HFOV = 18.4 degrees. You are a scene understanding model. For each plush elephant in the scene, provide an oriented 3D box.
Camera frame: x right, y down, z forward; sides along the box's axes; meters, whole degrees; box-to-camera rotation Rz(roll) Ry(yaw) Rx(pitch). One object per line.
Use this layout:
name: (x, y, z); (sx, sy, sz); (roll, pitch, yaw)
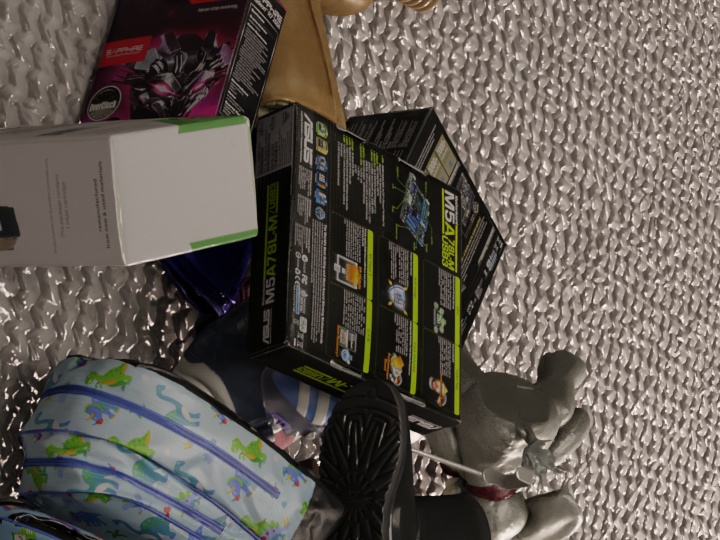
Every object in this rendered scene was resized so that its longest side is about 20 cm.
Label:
plush elephant: (0.114, 0.167, 1.926); (0.164, 0.155, 0.200); (10, 34, -18)

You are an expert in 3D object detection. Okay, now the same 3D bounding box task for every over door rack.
over door rack: (0.027, 0.209, 1.765); (0.200, 0.067, 0.148); (17, 70, -17)

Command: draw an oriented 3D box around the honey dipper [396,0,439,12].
honey dipper: (-0.001, -0.266, 1.900); (0.200, 0.038, 0.038); (17, 71, -51)

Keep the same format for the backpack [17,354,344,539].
backpack: (-0.140, 0.138, 1.531); (0.154, 0.163, 0.200); (-52, 122, -28)

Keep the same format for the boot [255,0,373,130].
boot: (-0.038, -0.177, 1.748); (0.175, 0.066, 0.200); (21, 47, -42)

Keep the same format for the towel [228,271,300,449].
towel: (-0.038, 0.052, 1.811); (0.200, 0.023, 0.144); (-30, 112, -54)

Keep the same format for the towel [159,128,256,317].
towel: (-0.110, -0.083, 1.693); (0.148, 0.049, 0.200); (50, 47, -42)

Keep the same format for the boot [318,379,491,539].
boot: (0.044, 0.172, 1.648); (0.200, 0.066, 0.165); (16, 79, -58)

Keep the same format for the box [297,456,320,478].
box: (-0.063, 0.238, 1.609); (0.200, 0.100, 0.075); (-94, 161, -50)

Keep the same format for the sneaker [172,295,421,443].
sneaker: (-0.059, 0.108, 1.692); (0.146, 0.081, 0.200); (-44, 125, 3)

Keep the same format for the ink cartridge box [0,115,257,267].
ink cartridge box: (-0.189, -0.051, 1.435); (0.146, 0.200, 0.084); (-15, 101, -55)

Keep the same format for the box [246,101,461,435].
box: (0.000, 0.000, 1.652); (0.193, 0.047, 0.200); (27, 54, -44)

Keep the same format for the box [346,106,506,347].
box: (0.024, -0.005, 1.813); (0.164, 0.086, 0.200); (59, 41, -36)

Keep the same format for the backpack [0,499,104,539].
backpack: (-0.193, 0.233, 1.418); (0.200, 0.182, 0.135); (39, 70, -31)

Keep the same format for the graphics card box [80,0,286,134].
graphics card box: (-0.136, -0.112, 1.587); (0.051, 0.125, 0.200); (46, 50, -48)
